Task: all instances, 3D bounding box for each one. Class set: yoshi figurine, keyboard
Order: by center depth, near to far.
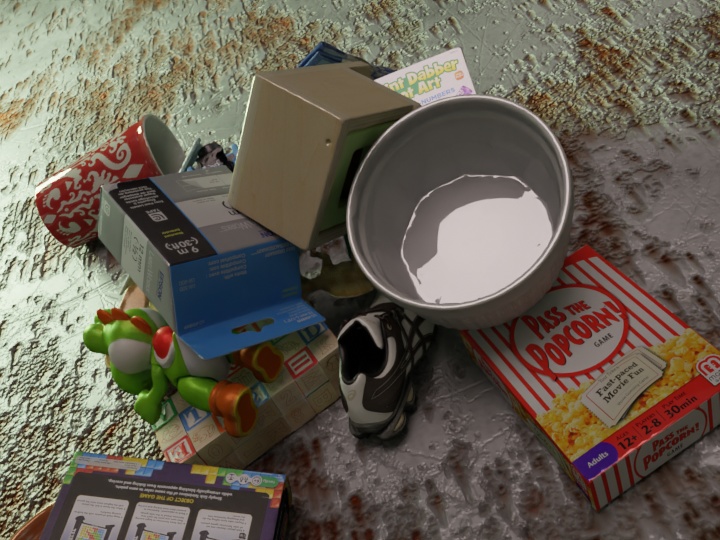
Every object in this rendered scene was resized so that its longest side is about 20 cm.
[{"bbox_3d":[-0.175,0.093,0.744,0.197,0.114,0.112,15,14,22],"label":"yoshi figurine"},{"bbox_3d":[-0.234,-0.065,0.902,0.202,0.011,0.056,-63,7,3],"label":"keyboard"}]

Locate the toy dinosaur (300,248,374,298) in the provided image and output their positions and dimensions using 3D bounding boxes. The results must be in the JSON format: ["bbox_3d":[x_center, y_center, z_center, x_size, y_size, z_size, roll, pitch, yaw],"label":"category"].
[{"bbox_3d":[0.000,0.000,0.811,0.196,0.059,0.101,-14,27,-2],"label":"toy dinosaur"}]

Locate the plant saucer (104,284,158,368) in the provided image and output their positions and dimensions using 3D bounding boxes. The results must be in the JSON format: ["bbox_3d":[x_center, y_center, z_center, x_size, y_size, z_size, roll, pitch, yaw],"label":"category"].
[{"bbox_3d":[-0.231,0.025,0.885,0.200,0.035,0.202,-42,32,34],"label":"plant saucer"}]

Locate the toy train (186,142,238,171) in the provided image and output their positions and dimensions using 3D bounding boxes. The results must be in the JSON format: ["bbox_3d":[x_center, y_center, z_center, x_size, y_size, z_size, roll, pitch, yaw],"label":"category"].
[{"bbox_3d":[-0.135,-0.054,0.892,0.086,0.115,0.202,-27,65,-2],"label":"toy train"}]

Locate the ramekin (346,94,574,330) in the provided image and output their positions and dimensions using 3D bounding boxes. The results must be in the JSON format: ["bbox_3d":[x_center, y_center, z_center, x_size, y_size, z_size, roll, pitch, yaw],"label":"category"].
[{"bbox_3d":[0.095,-0.043,0.690,0.196,0.105,0.204,-8,66,19],"label":"ramekin"}]

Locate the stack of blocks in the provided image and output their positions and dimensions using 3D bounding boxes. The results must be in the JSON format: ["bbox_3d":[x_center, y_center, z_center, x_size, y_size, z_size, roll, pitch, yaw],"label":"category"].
[{"bbox_3d":[-0.113,0.120,0.781,0.199,0.059,0.115,-36,41,-9],"label":"stack of blocks"}]

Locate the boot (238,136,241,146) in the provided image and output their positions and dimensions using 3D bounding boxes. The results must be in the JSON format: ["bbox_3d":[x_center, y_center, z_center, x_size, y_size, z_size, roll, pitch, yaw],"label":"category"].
[{"bbox_3d":[-0.109,-0.090,1.003,0.072,0.076,0.203,-16,59,3],"label":"boot"}]

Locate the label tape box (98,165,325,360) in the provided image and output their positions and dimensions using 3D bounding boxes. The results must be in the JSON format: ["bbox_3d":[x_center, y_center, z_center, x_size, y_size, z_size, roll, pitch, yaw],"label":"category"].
[{"bbox_3d":[-0.137,-0.016,0.723,0.142,0.067,0.200,-16,44,-40],"label":"label tape box"}]

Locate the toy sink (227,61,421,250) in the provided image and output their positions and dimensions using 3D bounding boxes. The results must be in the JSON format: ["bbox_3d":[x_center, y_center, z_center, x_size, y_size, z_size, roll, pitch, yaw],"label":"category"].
[{"bbox_3d":[-0.019,-0.120,0.765,0.111,0.132,0.199,30,29,20],"label":"toy sink"}]

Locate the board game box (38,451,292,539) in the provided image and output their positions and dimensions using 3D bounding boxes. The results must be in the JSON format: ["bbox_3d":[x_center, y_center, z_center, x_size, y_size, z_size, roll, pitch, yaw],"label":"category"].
[{"bbox_3d":[-0.167,0.246,0.638,0.196,0.057,0.167,5,48,6],"label":"board game box"}]

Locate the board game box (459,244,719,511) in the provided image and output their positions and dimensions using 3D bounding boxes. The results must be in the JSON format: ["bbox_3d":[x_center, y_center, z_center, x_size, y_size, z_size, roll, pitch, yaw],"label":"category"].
[{"bbox_3d":[0.198,0.080,0.660,0.150,0.047,0.200,-32,40,-5],"label":"board game box"}]

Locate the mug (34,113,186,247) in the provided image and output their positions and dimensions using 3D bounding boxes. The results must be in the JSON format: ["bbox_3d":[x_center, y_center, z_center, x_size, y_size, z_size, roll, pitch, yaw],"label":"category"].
[{"bbox_3d":[-0.355,-0.119,1.144,0.197,0.177,0.135,-25,76,9],"label":"mug"}]

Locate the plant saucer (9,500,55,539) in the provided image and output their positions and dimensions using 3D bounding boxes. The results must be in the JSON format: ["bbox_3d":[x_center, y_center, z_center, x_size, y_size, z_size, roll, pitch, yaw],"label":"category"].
[{"bbox_3d":[-0.264,0.296,0.700,0.197,0.038,0.202,-15,42,14],"label":"plant saucer"}]

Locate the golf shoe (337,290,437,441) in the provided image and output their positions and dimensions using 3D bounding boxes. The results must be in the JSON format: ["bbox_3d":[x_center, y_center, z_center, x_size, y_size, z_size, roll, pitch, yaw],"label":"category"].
[{"bbox_3d":[0.025,0.060,0.742,0.076,0.095,0.202,-10,42,21],"label":"golf shoe"}]

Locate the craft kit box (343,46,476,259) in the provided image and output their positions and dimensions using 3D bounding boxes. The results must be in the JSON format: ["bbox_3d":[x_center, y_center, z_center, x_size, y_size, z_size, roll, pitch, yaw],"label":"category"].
[{"bbox_3d":[0.056,-0.133,0.893,0.197,0.049,0.201,-20,70,9],"label":"craft kit box"}]

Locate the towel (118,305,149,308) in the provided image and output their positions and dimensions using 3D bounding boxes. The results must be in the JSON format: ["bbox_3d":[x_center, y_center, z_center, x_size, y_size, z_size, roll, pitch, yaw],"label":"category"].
[{"bbox_3d":[-0.234,0.041,0.963,0.145,0.022,0.200,22,62,43],"label":"towel"}]

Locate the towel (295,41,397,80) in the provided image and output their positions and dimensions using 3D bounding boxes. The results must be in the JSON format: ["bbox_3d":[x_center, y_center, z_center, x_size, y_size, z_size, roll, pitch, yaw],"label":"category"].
[{"bbox_3d":[-0.021,-0.210,0.958,0.146,0.198,0.024,-36,62,37],"label":"towel"}]
